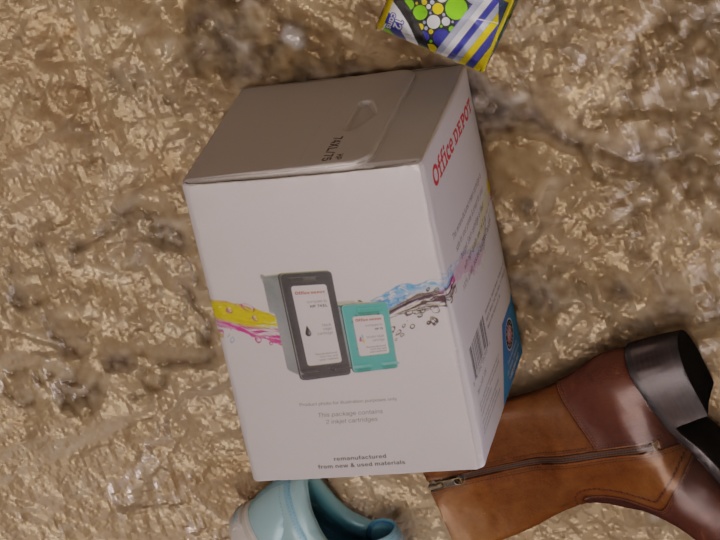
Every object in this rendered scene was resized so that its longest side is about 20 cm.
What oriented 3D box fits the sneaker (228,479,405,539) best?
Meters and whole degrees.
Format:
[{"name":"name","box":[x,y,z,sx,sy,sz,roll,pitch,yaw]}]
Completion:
[{"name":"sneaker","box":[0.010,0.208,1.719,0.200,0.074,0.082,41,121,-10]}]

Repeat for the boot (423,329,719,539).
[{"name":"boot","box":[0.145,0.148,1.660,0.200,0.068,0.188,-22,111,23]}]

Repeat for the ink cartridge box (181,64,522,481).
[{"name":"ink cartridge box","box":[0.000,0.000,1.570,0.146,0.147,0.200,-5,115,16]}]

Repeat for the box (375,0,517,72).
[{"name":"box","box":[0.078,-0.218,1.486,0.070,0.064,0.200,23,120,1]}]
